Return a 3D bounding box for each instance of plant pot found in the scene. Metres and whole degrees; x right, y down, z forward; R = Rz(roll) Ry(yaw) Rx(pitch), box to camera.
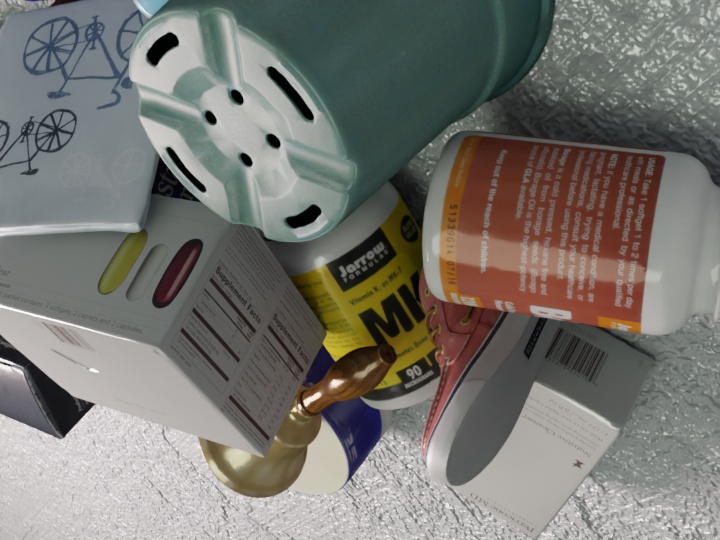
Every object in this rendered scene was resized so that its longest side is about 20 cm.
[{"bbox_3d":[-0.018,-0.132,0.604,0.200,0.196,0.200,24,142,21],"label":"plant pot"}]

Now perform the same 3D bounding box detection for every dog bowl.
[{"bbox_3d":[-0.073,0.119,0.979,0.200,0.079,0.200,24,141,21],"label":"dog bowl"}]

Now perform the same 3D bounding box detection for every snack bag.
[{"bbox_3d":[-0.202,-0.110,0.732,0.188,0.200,0.021,-2,158,25],"label":"snack bag"}]

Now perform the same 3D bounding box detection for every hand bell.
[{"bbox_3d":[-0.034,0.098,0.787,0.104,0.104,0.200,46,136,-8],"label":"hand bell"}]

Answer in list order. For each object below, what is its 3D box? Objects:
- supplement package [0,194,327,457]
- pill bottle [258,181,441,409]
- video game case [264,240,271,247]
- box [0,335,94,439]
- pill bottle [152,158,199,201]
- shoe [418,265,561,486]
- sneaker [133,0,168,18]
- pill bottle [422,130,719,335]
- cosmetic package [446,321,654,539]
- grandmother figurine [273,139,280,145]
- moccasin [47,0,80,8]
[{"bbox_3d":[-0.155,0.030,0.741,0.200,0.111,0.156,10,150,31],"label":"supplement package"},{"bbox_3d":[0.000,0.000,0.795,0.114,0.114,0.200,-9,123,46],"label":"pill bottle"},{"bbox_3d":[-0.115,0.041,1.021,0.182,0.023,0.200,14,137,31],"label":"video game case"},{"bbox_3d":[-0.309,0.052,1.051,0.148,0.200,0.104,15,137,30],"label":"box"},{"bbox_3d":[-0.197,-0.060,0.866,0.200,0.112,0.112,31,148,-21],"label":"pill bottle"},{"bbox_3d":[0.075,0.049,0.717,0.091,0.200,0.072,17,155,34],"label":"shoe"},{"bbox_3d":[-0.109,-0.219,0.603,0.079,0.131,0.200,30,125,-3],"label":"sneaker"},{"bbox_3d":[0.147,-0.021,0.631,0.200,0.112,0.112,9,135,19],"label":"pill bottle"},{"bbox_3d":[0.140,0.122,0.828,0.113,0.081,0.200,29,142,12],"label":"cosmetic package"},{"bbox_3d":[-0.093,-0.129,0.736,0.200,0.121,0.061,57,172,30],"label":"grandmother figurine"},{"bbox_3d":[-0.170,-0.147,0.821,0.201,0.078,0.074,44,144,-6],"label":"moccasin"}]
